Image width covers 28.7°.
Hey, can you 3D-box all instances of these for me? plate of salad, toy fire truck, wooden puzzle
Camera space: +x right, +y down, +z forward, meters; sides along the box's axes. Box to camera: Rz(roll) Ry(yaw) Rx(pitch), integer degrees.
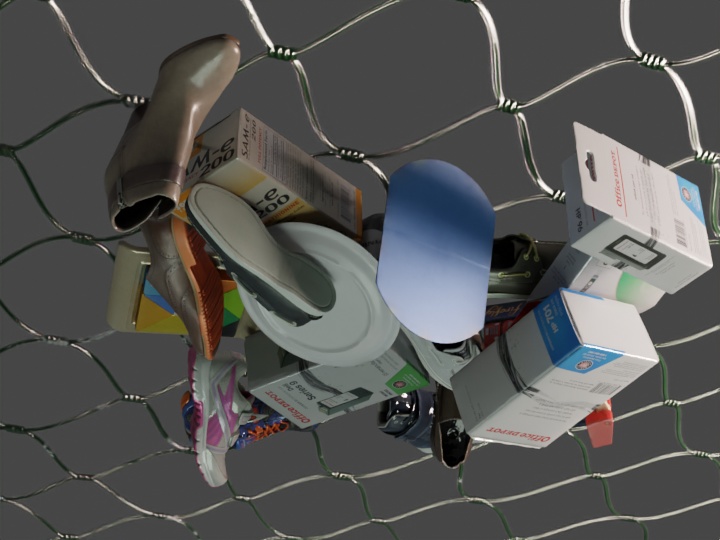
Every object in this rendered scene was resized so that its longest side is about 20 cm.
[{"bbox_3d":[-0.045,0.024,1.574,0.197,0.048,0.202,13,130,16],"label":"plate of salad"},{"bbox_3d":[0.241,0.144,1.797,0.139,0.049,0.202,-11,124,12],"label":"toy fire truck"},{"bbox_3d":[-0.212,0.036,1.752,0.197,0.038,0.186,8,145,-11],"label":"wooden puzzle"}]

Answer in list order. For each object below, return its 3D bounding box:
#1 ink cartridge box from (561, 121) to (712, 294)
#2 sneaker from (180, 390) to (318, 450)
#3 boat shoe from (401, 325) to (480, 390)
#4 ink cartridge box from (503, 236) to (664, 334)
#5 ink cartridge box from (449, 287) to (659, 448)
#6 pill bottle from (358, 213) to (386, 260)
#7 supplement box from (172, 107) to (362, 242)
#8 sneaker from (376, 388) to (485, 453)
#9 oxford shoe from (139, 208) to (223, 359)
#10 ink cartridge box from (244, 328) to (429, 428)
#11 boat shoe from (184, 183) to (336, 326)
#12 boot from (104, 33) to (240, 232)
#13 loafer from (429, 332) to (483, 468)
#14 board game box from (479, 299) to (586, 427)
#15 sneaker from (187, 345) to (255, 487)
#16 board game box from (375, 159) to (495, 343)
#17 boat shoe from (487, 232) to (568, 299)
[{"bbox_3d":[0.287,-0.068,1.539,0.198,0.117,0.068,24,138,-30],"label":"ink cartridge box"},{"bbox_3d":[-0.156,0.217,1.979,0.197,0.079,0.076,0,147,-1],"label":"sneaker"},{"bbox_3d":[0.110,0.088,1.765,0.068,0.072,0.201,24,151,56],"label":"boat shoe"},{"bbox_3d":[0.274,0.036,1.660,0.159,0.050,0.201,11,120,-40],"label":"ink cartridge box"},{"bbox_3d":[0.225,0.119,1.656,0.145,0.087,0.200,13,138,-40],"label":"ink cartridge box"},{"bbox_3d":[0.000,0.000,1.643,0.198,0.107,0.106,-25,139,31],"label":"pill bottle"},{"bbox_3d":[-0.107,-0.079,1.555,0.125,0.074,0.199,-28,137,33],"label":"supplement box"},{"bbox_3d":[0.113,0.187,1.942,0.201,0.078,0.146,-27,139,32],"label":"sneaker"},{"bbox_3d":[-0.209,0.014,1.660,0.072,0.072,0.203,-3,116,15],"label":"oxford shoe"},{"bbox_3d":[-0.030,0.117,1.814,0.198,0.085,0.146,-21,145,20],"label":"ink cartridge box"},{"bbox_3d":[-0.117,-0.010,1.494,0.200,0.076,0.060,44,132,-15],"label":"boat shoe"},{"bbox_3d":[-0.189,-0.129,1.415,0.070,0.148,0.199,24,138,-30],"label":"boot"},{"bbox_3d":[0.134,0.174,1.864,0.072,0.071,0.203,0,111,-5],"label":"loafer"},{"bbox_3d":[0.235,0.125,1.836,0.133,0.035,0.202,-9,125,12],"label":"board game box"},{"bbox_3d":[-0.184,0.197,1.891,0.087,0.081,0.203,-4,111,-11],"label":"sneaker"},{"bbox_3d":[0.074,-0.020,1.549,0.157,0.203,0.039,19,160,-34],"label":"board game box"},{"bbox_3d":[0.178,-0.008,1.663,0.198,0.073,0.061,-6,133,-6],"label":"boat shoe"}]
